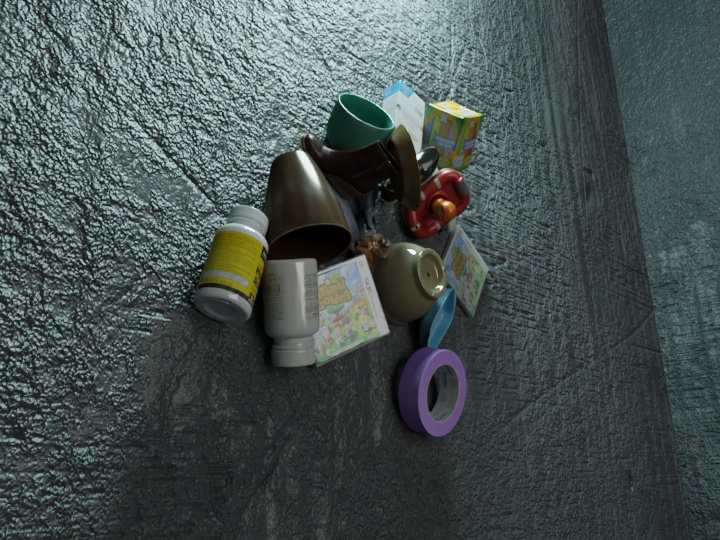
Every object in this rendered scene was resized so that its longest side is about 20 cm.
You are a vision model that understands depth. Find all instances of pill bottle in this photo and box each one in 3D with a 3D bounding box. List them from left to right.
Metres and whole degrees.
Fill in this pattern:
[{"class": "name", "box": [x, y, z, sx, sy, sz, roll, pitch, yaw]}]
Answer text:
[{"class": "pill bottle", "box": [-0.234, -0.015, 1.245, 0.110, 0.109, 0.205, 34, 54, -36]}, {"class": "pill bottle", "box": [-0.136, 0.081, 1.311, 0.112, 0.112, 0.208, -4, 91, -48]}]

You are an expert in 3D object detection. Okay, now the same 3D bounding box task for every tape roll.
[{"class": "tape roll", "box": [0.177, 0.293, 1.607, 0.197, 0.064, 0.208, -4, 96, -47]}]

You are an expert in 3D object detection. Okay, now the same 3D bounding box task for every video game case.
[{"class": "video game case", "box": [-0.070, -0.137, 1.544, 0.141, 0.019, 0.206, -24, 97, -50]}, {"class": "video game case", "box": [-0.045, 0.084, 1.431, 0.196, 0.022, 0.188, -20, 93, -28]}, {"class": "video game case", "box": [0.298, -0.001, 1.915, 0.183, 0.022, 0.202, 51, 45, -24]}]

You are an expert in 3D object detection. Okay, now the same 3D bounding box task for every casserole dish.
[{"class": "casserole dish", "box": [0.197, 0.127, 1.712, 0.201, 0.038, 0.124, -50, 147, -44]}]

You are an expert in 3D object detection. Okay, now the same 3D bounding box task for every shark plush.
[{"class": "shark plush", "box": [0.024, -0.200, 1.622, 0.091, 0.082, 0.204, 40, 50, -32]}]

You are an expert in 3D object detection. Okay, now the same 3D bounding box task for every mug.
[{"class": "mug", "box": [0.005, -0.329, 1.594, 0.180, 0.116, 0.154, 11, 36, -30]}]

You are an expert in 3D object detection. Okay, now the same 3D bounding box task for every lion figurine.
[{"class": "lion figurine", "box": [0.000, 0.000, 1.543, 0.122, 0.071, 0.205, 33, 75, -49]}]

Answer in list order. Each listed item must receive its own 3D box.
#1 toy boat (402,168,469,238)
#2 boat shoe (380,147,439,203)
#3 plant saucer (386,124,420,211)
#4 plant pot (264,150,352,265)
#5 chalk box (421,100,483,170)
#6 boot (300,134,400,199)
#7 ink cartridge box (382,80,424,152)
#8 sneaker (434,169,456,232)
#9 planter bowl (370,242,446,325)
[{"class": "toy boat", "box": [0.207, -0.165, 1.735, 0.198, 0.131, 0.132, -36, 117, -2]}, {"class": "boat shoe", "box": [0.132, -0.253, 1.709, 0.200, 0.063, 0.074, -40, 75, -16]}, {"class": "plant saucer", "box": [0.096, -0.238, 1.566, 0.034, 0.200, 0.207, -12, 85, -9]}, {"class": "plant pot", "box": [-0.127, -0.137, 1.379, 0.184, 0.185, 0.206, 10, 57, -46]}, {"class": "chalk box", "box": [0.244, -0.355, 1.865, 0.123, 0.122, 0.206, -23, 134, -49]}, {"class": "boot", "box": [-0.023, -0.260, 1.496, 0.200, 0.163, 0.074, 45, 39, -30]}, {"class": "ink cartridge box", "box": [0.112, -0.394, 1.801, 0.115, 0.066, 0.206, 32, 55, -38]}, {"class": "sneaker", "box": [0.201, -0.190, 1.839, 0.080, 0.076, 0.204, -36, 110, -24]}, {"class": "planter bowl", "box": [0.129, 0.021, 1.630, 0.197, 0.132, 0.207, 20, 62, -43]}]
